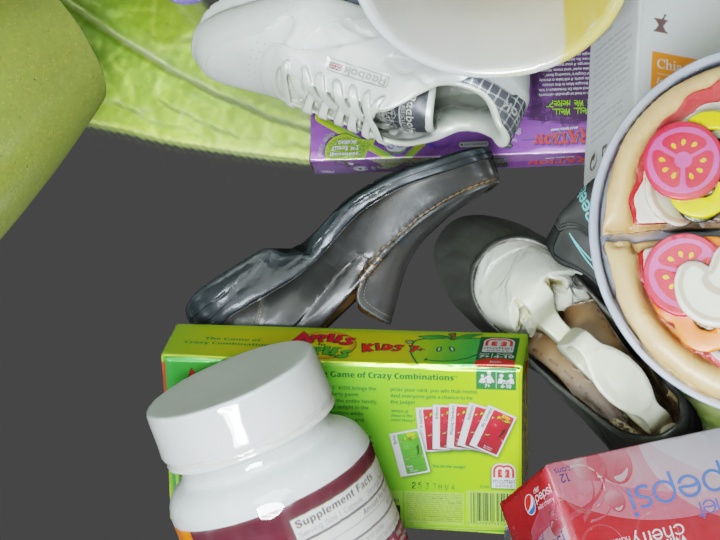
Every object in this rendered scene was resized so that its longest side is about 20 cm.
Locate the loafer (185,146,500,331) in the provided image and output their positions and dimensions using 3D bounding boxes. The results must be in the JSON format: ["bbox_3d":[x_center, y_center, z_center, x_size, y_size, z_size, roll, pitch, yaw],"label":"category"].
[{"bbox_3d":[0.000,0.000,1.434,0.199,0.073,0.073,-32,81,7],"label":"loafer"}]

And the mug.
[{"bbox_3d":[0.089,-0.206,1.380,0.185,0.150,0.154,15,43,-11],"label":"mug"}]

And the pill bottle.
[{"bbox_3d":[-0.033,0.148,1.325,0.114,0.114,0.201,-22,101,0],"label":"pill bottle"}]

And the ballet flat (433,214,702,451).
[{"bbox_3d":[0.118,0.032,1.404,0.068,0.068,0.200,-45,73,-7],"label":"ballet flat"}]

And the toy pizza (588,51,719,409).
[{"bbox_3d":[0.217,-0.023,1.285,0.199,0.032,0.202,0,77,2],"label":"toy pizza"}]

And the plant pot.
[{"bbox_3d":[-0.252,-0.081,1.445,0.200,0.187,0.187,-37,72,-20],"label":"plant pot"}]

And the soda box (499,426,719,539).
[{"bbox_3d":[0.179,0.125,1.327,0.199,0.063,0.070,-10,71,-26],"label":"soda box"}]

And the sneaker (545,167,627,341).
[{"bbox_3d":[0.188,0.015,1.377,0.200,0.076,0.079,42,117,-18],"label":"sneaker"}]

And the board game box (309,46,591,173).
[{"bbox_3d":[0.069,-0.120,1.477,0.198,0.032,0.121,-1,71,7],"label":"board game box"}]

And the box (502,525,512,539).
[{"bbox_3d":[0.075,0.244,1.345,0.050,0.075,0.201,15,77,13],"label":"box"}]

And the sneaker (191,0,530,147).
[{"bbox_3d":[-0.002,-0.114,1.424,0.198,0.077,0.081,3,60,10],"label":"sneaker"}]

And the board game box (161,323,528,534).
[{"bbox_3d":[-0.007,0.087,1.389,0.198,0.048,0.102,1,111,8],"label":"board game box"}]

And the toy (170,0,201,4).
[{"bbox_3d":[-0.139,-0.192,1.492,0.199,0.115,0.047,23,103,12],"label":"toy"}]

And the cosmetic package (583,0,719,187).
[{"bbox_3d":[0.190,-0.140,1.427,0.101,0.071,0.201,9,72,-17],"label":"cosmetic package"}]
